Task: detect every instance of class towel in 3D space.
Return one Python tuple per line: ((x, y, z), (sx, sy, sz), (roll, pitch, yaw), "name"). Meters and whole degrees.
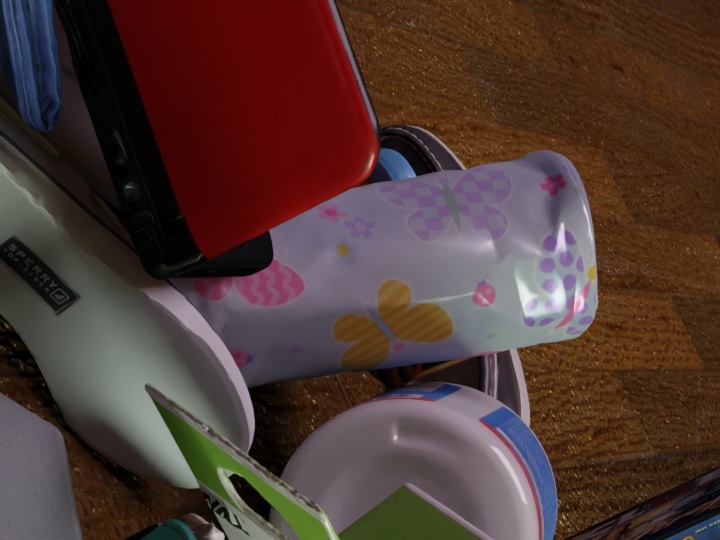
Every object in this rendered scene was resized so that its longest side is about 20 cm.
((-0.156, -0.164, 1.036), (0.145, 0.024, 0.200), (91, -25, -54), "towel")

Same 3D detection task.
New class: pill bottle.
((0.029, 0.106, 1.197), (0.112, 0.112, 0.200), (63, 8, 4), "pill bottle")

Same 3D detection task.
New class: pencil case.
((0.000, 0.000, 1.166), (0.091, 0.200, 0.083), (-113, -159, -50), "pencil case")

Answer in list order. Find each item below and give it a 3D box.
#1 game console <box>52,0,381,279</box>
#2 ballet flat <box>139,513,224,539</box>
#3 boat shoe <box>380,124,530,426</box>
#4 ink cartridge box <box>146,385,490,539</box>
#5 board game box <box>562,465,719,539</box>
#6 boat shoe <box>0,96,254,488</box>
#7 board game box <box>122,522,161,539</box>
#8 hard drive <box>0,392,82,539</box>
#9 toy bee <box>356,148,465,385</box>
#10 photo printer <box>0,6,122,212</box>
((-0.051, -0.108, 1.024), (0.172, 0.119, 0.200), (-1, 71, -73), "game console")
((-0.047, 0.185, 0.939), (0.072, 0.072, 0.200), (28, 53, -59), "ballet flat")
((0.035, 0.008, 1.450), (0.060, 0.074, 0.200), (35, 40, -63), "boat shoe")
((0.023, 0.119, 0.979), (0.148, 0.076, 0.200), (30, -29, 59), "ink cartridge box")
((0.124, 0.139, 1.283), (0.035, 0.200, 0.135), (62, 18, 0), "board game box")
((-0.110, 0.000, 1.074), (0.200, 0.071, 0.070), (46, 26, -24), "boat shoe")
((-0.024, 0.198, 1.074), (0.200, 0.028, 0.135), (42, 26, -45), "board game box")
((-0.132, 0.116, 0.895), (0.140, 0.033, 0.200), (39, 28, -49), "hard drive")
((-0.007, -0.014, 1.296), (0.109, 0.131, 0.200), (101, -17, -50), "toy bee")
((-0.103, -0.125, 1.188), (0.200, 0.069, 0.166), (41, 54, -47), "photo printer")
